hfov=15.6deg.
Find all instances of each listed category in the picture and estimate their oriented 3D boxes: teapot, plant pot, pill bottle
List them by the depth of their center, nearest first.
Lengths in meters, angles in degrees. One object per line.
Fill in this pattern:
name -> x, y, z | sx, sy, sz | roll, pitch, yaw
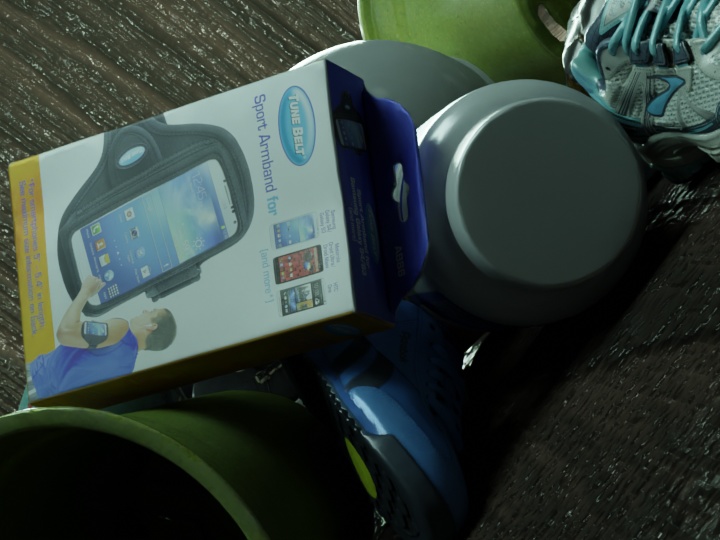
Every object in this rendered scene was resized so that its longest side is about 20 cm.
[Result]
plant pot -> -0.083, 0.134, 1.185 | 0.200, 0.200, 0.190 | -51, -8, 23
pill bottle -> 0.070, -0.029, 1.211 | 0.112, 0.112, 0.200 | -53, 4, -6
teapot -> 0.042, -0.061, 1.591 | 0.146, 0.200, 0.198 | -25, -30, -25
plant pot -> 0.122, -0.179, 1.655 | 0.200, 0.200, 0.184 | -53, 15, -12

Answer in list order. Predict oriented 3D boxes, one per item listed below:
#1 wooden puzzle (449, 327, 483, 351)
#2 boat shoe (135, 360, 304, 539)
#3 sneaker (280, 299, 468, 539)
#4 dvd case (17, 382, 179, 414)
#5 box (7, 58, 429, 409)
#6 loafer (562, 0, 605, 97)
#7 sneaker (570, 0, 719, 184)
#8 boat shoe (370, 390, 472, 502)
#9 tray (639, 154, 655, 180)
wooden puzzle -> 0.000, 0.000, 1.421 | 0.200, 0.185, 0.037 | 129, 151, -48
boat shoe -> -0.076, 0.077, 1.331 | 0.200, 0.060, 0.074 | -45, 3, -5
sneaker -> 0.019, 0.052, 1.171 | 0.078, 0.066, 0.200 | -23, 29, -8
dvd case -> -0.124, 0.129, 1.396 | 0.200, 0.022, 0.146 | 27, -101, -55
box -> -0.065, -0.015, 1.174 | 0.200, 0.119, 0.041 | -17, -20, 28
loafer -> 0.138, -0.123, 1.426 | 0.072, 0.073, 0.200 | -46, -10, 2
sneaker -> 0.140, -0.093, 1.134 | 0.078, 0.086, 0.200 | -54, 3, -16
boat shoe -> 0.026, 0.078, 1.336 | 0.062, 0.073, 0.200 | -10, -5, 0
tray -> 0.171, -0.097, 1.313 | 0.200, 0.022, 0.107 | -50, 3, 39
